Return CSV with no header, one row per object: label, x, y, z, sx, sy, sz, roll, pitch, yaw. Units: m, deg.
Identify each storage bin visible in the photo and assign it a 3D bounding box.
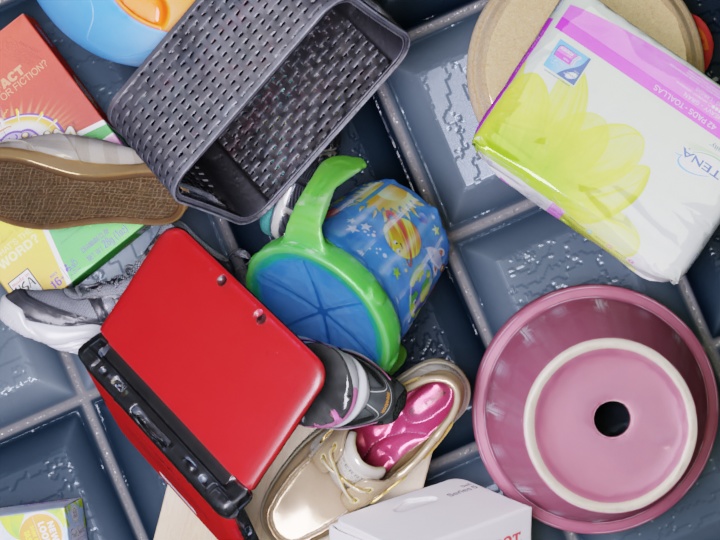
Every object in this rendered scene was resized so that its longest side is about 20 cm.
storage bin,-0.076,-0.145,1.264,0.200,0.135,0.094,-47,66,12

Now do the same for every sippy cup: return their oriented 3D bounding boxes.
sippy cup,0.000,0.000,1.317,0.139,0.178,0.130,39,53,5

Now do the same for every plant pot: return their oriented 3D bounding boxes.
plant pot,0.184,0.112,1.294,0.198,0.179,0.202,0,91,4

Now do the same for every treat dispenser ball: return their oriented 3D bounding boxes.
treat dispenser ball,-0.164,-0.259,1.300,0.199,0.201,0.202,0,90,3

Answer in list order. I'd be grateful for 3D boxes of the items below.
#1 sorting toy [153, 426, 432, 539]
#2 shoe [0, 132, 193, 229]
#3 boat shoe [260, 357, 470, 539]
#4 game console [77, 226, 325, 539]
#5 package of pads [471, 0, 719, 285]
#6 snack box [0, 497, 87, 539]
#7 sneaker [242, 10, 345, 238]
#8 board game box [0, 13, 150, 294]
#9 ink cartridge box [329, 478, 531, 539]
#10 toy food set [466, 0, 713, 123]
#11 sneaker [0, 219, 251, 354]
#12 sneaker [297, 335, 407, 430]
sorting toy,-0.059,0.206,1.361,0.197,0.070,0.201,15,91,3
shoe,-0.229,-0.072,1.342,0.199,0.053,0.070,6,123,7
boat shoe,0.000,0.141,1.288,0.200,0.069,0.074,-43,88,2
game console,-0.108,0.099,1.253,0.118,0.173,0.200,-37,54,-15
package of pads,0.201,-0.100,1.299,0.199,0.068,0.155,34,91,3
snack box,-0.300,0.299,1.374,0.167,0.068,0.201,-8,91,4
sneaker,-0.059,-0.123,1.368,0.079,0.077,0.201,5,83,18
board game box,-0.273,-0.086,1.385,0.153,0.040,0.200,-38,88,2
ink cartridge box,0.055,0.280,1.294,0.084,0.145,0.201,14,109,46
toy food set,0.186,-0.161,1.358,0.198,0.049,0.200,-38,88,2
sneaker,-0.185,0.010,1.346,0.199,0.075,0.115,10,100,-15
sneaker,-0.042,0.087,1.270,0.086,0.200,0.081,17,93,-38
